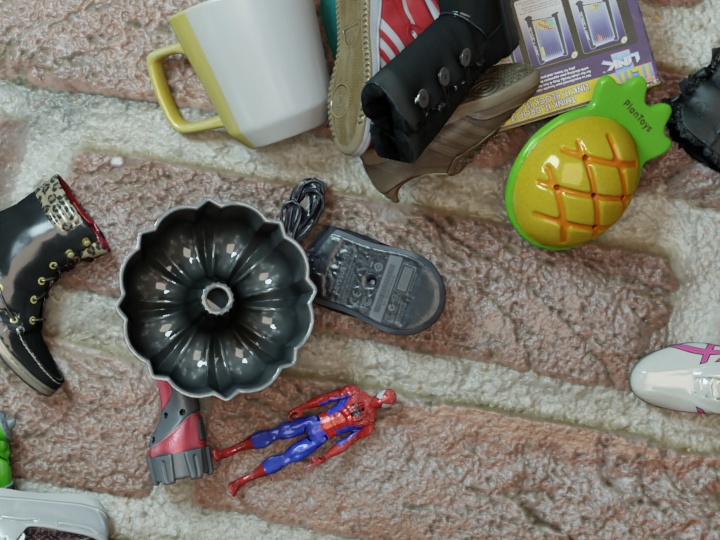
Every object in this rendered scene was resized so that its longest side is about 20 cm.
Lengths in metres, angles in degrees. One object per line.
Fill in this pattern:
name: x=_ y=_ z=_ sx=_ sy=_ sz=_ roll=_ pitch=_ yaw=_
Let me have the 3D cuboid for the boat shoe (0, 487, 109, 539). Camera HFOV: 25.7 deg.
boat shoe: x=-0.354 y=0.271 z=1.605 sx=0.199 sy=0.069 sz=0.072 roll=8 pitch=116 yaw=-23

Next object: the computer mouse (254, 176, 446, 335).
computer mouse: x=0.000 y=0.000 z=1.644 sx=0.199 sy=0.053 sz=0.139 roll=25 pitch=93 yaw=12

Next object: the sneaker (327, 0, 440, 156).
sneaker: x=0.031 y=-0.203 z=1.563 sx=0.112 sy=0.071 sz=0.201 roll=13 pitch=76 yaw=-37

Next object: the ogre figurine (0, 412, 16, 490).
ogre figurine: x=-0.438 y=0.184 z=1.620 sx=0.199 sy=0.098 sz=0.120 roll=24 pitch=97 yaw=4

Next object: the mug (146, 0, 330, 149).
mug: x=-0.109 y=-0.208 z=1.614 sx=0.149 sy=0.186 sz=0.154 roll=-26 pitch=101 yaw=-32

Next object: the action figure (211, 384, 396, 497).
action figure: x=-0.053 y=0.171 z=1.645 sx=0.199 sy=0.052 sz=0.066 roll=-25 pitch=87 yaw=-2

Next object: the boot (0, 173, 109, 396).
boot: x=-0.327 y=0.013 z=1.633 sx=0.150 sy=0.073 sz=0.200 roll=-33 pitch=85 yaw=0

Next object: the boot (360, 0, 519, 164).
boot: x=0.063 y=-0.223 z=1.506 sx=0.200 sy=0.065 sz=0.165 roll=-45 pitch=122 yaw=-29

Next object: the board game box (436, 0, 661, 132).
board game box: x=0.192 y=-0.243 z=1.635 sx=0.199 sy=0.057 sz=0.166 roll=-16 pitch=92 yaw=1

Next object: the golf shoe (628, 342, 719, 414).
golf shoe: x=0.379 y=0.113 z=1.620 sx=0.199 sy=0.092 sz=0.073 roll=1 pitch=92 yaw=1

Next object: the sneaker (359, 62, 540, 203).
sneaker: x=0.095 y=-0.140 z=1.589 sx=0.199 sy=0.071 sz=0.076 roll=-26 pitch=121 yaw=-2

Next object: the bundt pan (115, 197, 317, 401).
bundt pan: x=-0.147 y=0.031 z=1.586 sx=0.201 sy=0.076 sz=0.203 roll=1 pitch=84 yaw=-11

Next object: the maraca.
maraca: x=0.233 y=-0.109 z=1.606 sx=0.200 sy=0.107 sz=0.137 roll=-47 pitch=120 yaw=5

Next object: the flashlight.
flashlight: x=-0.202 y=0.119 z=1.638 sx=0.067 sy=0.068 sz=0.201 roll=-10 pitch=86 yaw=-33

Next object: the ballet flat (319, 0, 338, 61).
ballet flat: x=0.016 y=-0.202 z=1.640 sx=0.071 sy=0.072 sz=0.201 roll=-18 pitch=92 yaw=0

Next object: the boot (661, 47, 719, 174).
boot: x=0.425 y=-0.160 z=1.627 sx=0.198 sy=0.073 sz=0.163 roll=39 pitch=88 yaw=7
